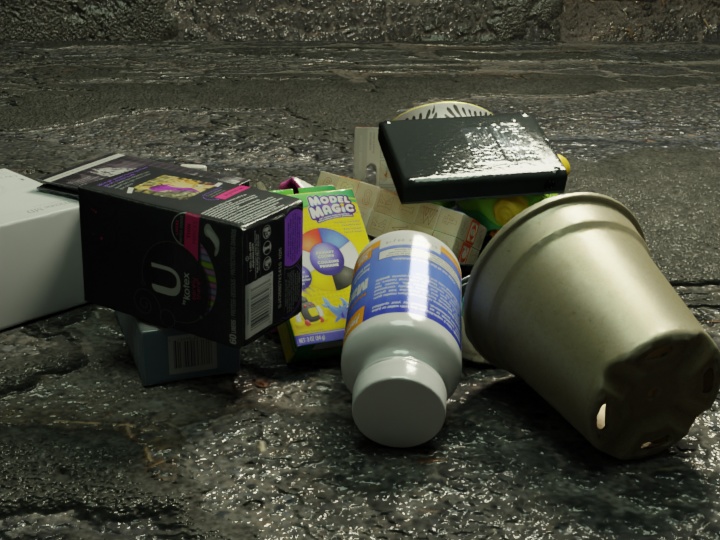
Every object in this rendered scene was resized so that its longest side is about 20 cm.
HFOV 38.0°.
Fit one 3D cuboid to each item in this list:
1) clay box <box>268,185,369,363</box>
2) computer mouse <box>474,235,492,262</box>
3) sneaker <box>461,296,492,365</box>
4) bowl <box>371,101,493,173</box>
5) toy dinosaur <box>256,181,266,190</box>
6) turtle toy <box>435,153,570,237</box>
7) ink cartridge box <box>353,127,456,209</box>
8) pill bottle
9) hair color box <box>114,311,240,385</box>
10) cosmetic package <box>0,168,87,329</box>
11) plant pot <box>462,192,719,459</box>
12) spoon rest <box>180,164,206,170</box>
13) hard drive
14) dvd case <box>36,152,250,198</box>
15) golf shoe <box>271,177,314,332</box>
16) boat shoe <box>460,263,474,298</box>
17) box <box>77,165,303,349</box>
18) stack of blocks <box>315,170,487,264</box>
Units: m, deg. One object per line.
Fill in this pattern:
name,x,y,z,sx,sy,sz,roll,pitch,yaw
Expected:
clay box,-0.046,-0.010,1.107,0.114,0.048,0.202,-8,66,-23
computer mouse,0.151,-0.019,1.325,0.198,0.047,0.140,20,25,20
sneaker,0.185,0.045,1.103,0.198,0.081,0.077,-11,24,-31
bowl,0.117,-0.138,1.495,0.198,0.202,0.095,-1,55,-7
toy dinosaur,-0.141,-0.074,1.430,0.101,0.078,0.200,21,7,0
turtle toy,0.160,-0.099,1.313,0.199,0.102,0.145,28,45,26
ink cartridge box,0.088,-0.120,1.411,0.197,0.162,0.047,1,22,-2
pill bottle,0.039,0.062,0.970,0.111,0.113,0.201,3,36,4
hair color box,-0.198,0.046,1.101,0.098,0.061,0.200,-6,23,-20
cosmetic package,-0.433,-0.023,1.180,0.199,0.124,0.198,21,28,38
plant pot,0.219,0.060,0.942,0.198,0.202,0.184,-6,32,-19
spoon rest,-0.253,-0.074,1.437,0.098,0.061,0.201,4,34,9
hard drive,0.130,-0.137,1.249,0.197,0.033,0.140,-4,41,-11
dvd case,-0.250,-0.100,1.216,0.198,0.016,0.149,13,23,20
golf shoe,-0.082,-0.021,1.171,0.075,0.092,0.201,-25,32,37
boat shoe,0.047,0.025,1.172,0.197,0.063,0.075,-4,23,-10
box,-0.164,-0.018,1.013,0.198,0.124,0.106,13,23,27
stack of blocks,0.049,-0.058,1.273,0.198,0.059,0.115,19,0,28
